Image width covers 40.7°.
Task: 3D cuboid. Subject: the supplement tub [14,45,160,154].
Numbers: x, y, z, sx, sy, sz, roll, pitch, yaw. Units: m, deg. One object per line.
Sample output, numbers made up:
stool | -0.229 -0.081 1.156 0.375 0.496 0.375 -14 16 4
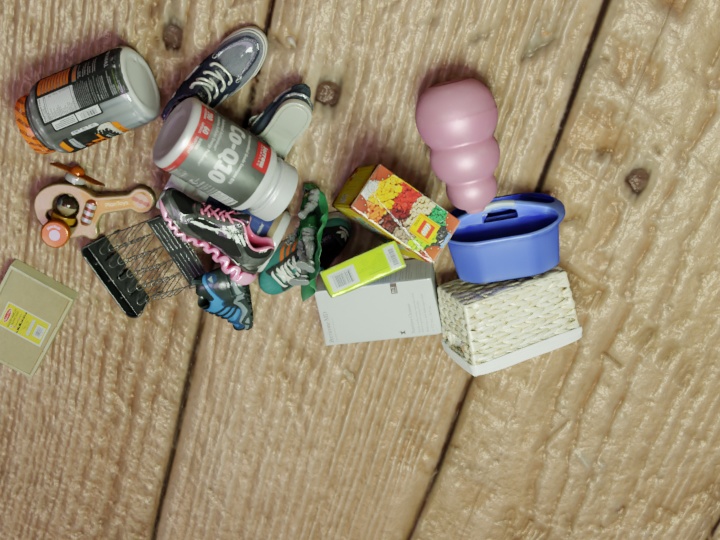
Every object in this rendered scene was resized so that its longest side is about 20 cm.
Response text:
supplement tub | -0.421 -0.257 1.499 0.199 0.123 0.123 -18 113 15

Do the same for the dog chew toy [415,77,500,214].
dog chew toy | 0.154 -0.184 1.463 0.124 0.125 0.201 -11 104 11

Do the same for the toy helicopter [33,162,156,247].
toy helicopter | -0.440 -0.118 1.611 0.199 0.079 0.133 -7 107 -3

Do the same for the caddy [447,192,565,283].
caddy | 0.222 -0.063 1.520 0.199 0.142 0.105 -9 120 10

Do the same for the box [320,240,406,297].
box | 0.000 0.000 1.501 0.122 0.200 0.048 -24 89 -2

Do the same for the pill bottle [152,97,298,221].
pill bottle | -0.198 -0.161 1.454 0.200 0.114 0.114 29 117 -31

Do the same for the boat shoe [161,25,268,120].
boat shoe | -0.221 -0.285 1.480 0.075 0.093 0.200 42 113 -15

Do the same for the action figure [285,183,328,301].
action figure | -0.082 -0.065 1.523 0.054 0.201 0.118 15 134 -13

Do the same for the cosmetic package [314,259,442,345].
cosmetic package | 0.031 0.052 1.629 0.199 0.081 0.113 -9 117 9

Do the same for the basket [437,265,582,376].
basket | 0.234 0.066 1.557 0.199 0.136 0.124 -17 109 -13

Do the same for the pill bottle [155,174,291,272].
pill bottle | -0.222 -0.090 1.567 0.199 0.111 0.111 29 116 -9

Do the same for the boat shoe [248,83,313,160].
boat shoe | -0.139 -0.217 1.519 0.075 0.062 0.200 25 137 -19

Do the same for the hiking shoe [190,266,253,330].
hiking shoe | -0.227 0.045 1.618 0.086 0.075 0.200 -9 152 -4

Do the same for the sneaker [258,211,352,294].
sneaker | -0.098 -0.018 1.606 0.200 0.080 0.071 -39 107 22

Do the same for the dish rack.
dish rack | -0.356 -0.009 1.622 0.199 0.055 0.154 -15 117 38

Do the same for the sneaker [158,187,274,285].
sneaker | -0.212 -0.069 1.472 0.095 0.079 0.200 -38 118 25

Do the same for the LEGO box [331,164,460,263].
LEGO box | 0.049 -0.088 1.484 0.149 0.200 0.077 34 88 -11

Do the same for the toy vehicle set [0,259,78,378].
toy vehicle set | -0.604 0.089 1.744 0.124 0.027 0.200 31 115 -9
